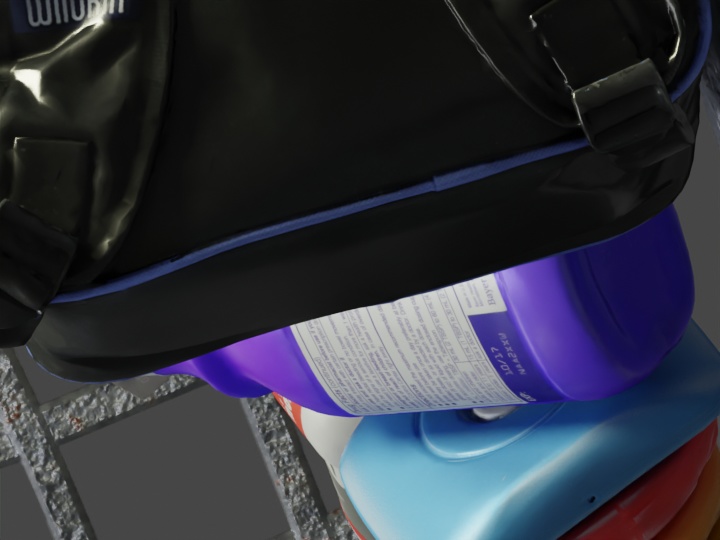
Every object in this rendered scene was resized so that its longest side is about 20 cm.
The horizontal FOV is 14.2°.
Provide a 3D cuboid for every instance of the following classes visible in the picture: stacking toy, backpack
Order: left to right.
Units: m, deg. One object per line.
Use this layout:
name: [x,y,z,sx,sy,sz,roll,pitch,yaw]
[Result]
backpack: [-0.027,-0.087,0.677,0.147,0.182,0.201,84,169,-76]
stacking toy: [0.093,0.104,0.914,0.200,0.116,0.110,54,179,-29]

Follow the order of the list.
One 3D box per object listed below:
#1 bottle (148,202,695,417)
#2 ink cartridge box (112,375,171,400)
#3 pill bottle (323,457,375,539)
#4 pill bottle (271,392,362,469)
bottle: [0.001,0.002,0.866,0.199,0.065,0.084,-8,115,41]
ink cartridge box: [-0.079,-0.049,1.272,0.161,0.200,0.050,34,-161,-47]
pill bottle: [0.030,0.044,1.258,0.200,0.113,0.114,72,175,-56]
pill bottle: [0.000,0.000,1.104,0.200,0.112,0.113,50,168,33]
